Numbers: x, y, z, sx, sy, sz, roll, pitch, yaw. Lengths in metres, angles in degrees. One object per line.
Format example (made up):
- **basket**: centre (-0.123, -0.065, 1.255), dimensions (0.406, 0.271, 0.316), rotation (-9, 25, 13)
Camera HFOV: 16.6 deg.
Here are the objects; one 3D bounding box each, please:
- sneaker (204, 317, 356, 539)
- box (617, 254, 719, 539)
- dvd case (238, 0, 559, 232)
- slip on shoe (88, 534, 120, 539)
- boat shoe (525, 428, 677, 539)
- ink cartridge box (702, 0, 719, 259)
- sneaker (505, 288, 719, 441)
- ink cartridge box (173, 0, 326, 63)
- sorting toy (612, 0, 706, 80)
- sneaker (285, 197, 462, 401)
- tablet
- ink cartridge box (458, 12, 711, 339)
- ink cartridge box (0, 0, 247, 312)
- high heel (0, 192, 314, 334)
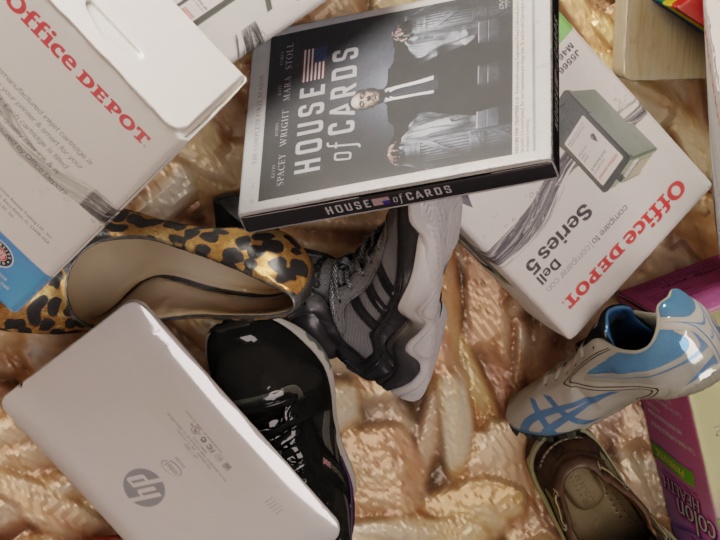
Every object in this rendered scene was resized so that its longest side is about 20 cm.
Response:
- **sneaker**: centre (-0.042, 0.117, 1.589), dimensions (0.075, 0.088, 0.201), rotation (-17, 129, 8)
- **box**: centre (0.295, 0.087, 1.727), dimensions (0.175, 0.097, 0.201), rotation (-20, 108, -13)
- **dvd case**: centre (0.025, -0.103, 1.520), dimensions (0.199, 0.151, 0.025), rotation (-9, 142, 16)
- **slip on shoe**: centre (-0.177, 0.203, 1.620), dimensions (0.199, 0.074, 0.062), rotation (11, 65, -15)
- **boat shoe**: centre (0.183, 0.198, 1.725), dimensions (0.075, 0.075, 0.203), rotation (-38, 111, 1)
- **ink cartridge box**: centre (0.269, -0.076, 1.595), dimensions (0.084, 0.146, 0.201), rotation (-6, 130, 7)
- **sneaker**: centre (0.164, 0.062, 1.640), dimensions (0.072, 0.200, 0.073), rotation (-32, 94, -40)
- **ink cartridge box**: centre (-0.110, -0.199, 1.521), dimensions (0.200, 0.084, 0.146), rotation (-35, 111, -8)
- **sorting toy**: centre (0.277, -0.225, 1.654), dimensions (0.198, 0.070, 0.201), rotation (-3, 105, -18)
- **sneaker**: centre (0.000, 0.000, 1.577), dimensions (0.113, 0.076, 0.201), rotation (13, 137, 7)
- **tablet**: centre (-0.120, 0.123, 1.556), dimensions (0.130, 0.014, 0.200), rotation (-36, 101, 27)
- **ink cartridge box**: centre (0.111, -0.077, 1.628), dimensions (0.146, 0.084, 0.200), rotation (-47, 113, -2)
- **ink cartridge box**: centre (-0.185, -0.093, 1.447), dimensions (0.145, 0.084, 0.200), rotation (46, 130, -4)
- **high heel**: centre (-0.132, 0.014, 1.535), dimensions (0.199, 0.143, 0.072), rotation (-21, 119, -13)
